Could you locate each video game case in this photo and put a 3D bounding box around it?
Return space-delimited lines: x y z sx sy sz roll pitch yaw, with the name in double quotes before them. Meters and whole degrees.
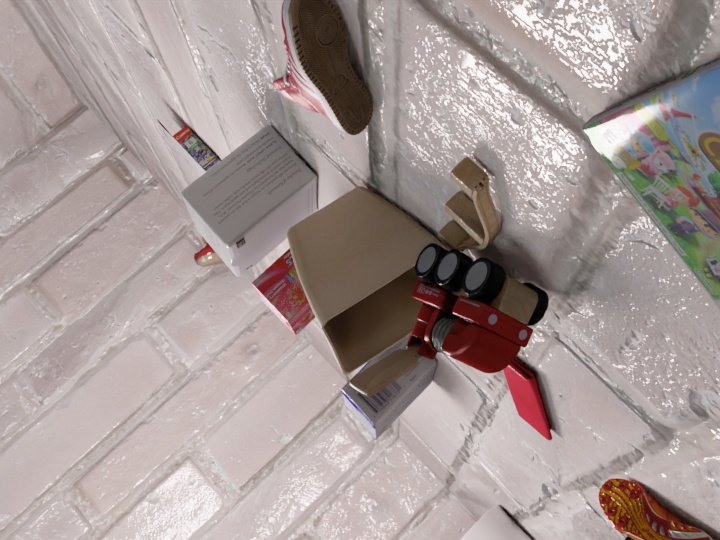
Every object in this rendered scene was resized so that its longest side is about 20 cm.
"video game case" 0.255 -0.042 0.523 0.200 0.022 0.182 50 167 -7

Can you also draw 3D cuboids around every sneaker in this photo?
"sneaker" 0.410 0.360 1.092 0.077 0.073 0.200 45 175 -37
"sneaker" -0.063 -0.244 0.890 0.112 0.071 0.200 35 164 35

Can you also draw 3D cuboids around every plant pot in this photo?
"plant pot" 0.000 0.000 1.164 0.177 0.199 0.200 54 171 27

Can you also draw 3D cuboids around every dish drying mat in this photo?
"dish drying mat" 0.259 0.196 1.231 0.077 0.018 0.200 39 165 40

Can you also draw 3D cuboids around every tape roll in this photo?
"tape roll" 0.359 0.767 2.169 0.139 0.203 0.203 43 166 25

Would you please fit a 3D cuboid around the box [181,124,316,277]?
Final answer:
"box" -0.190 -0.117 1.405 0.131 0.200 0.199 48 167 9

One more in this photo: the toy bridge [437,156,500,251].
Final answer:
"toy bridge" 0.126 -0.058 0.901 0.067 0.027 0.200 44 168 14

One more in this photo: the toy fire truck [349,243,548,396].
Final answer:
"toy fire truck" 0.096 0.078 0.936 0.128 0.201 0.176 26 178 -27

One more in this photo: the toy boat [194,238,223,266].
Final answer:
"toy boat" -0.580 -0.088 3.061 0.200 0.130 0.132 -174 72 -72

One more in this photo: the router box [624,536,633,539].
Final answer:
"router box" 0.502 0.495 1.216 0.200 0.051 0.149 38 166 40

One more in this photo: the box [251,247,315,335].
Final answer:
"box" -0.080 0.003 1.383 0.100 0.200 0.096 44 169 17

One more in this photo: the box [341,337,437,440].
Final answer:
"box" 0.059 0.242 1.661 0.105 0.184 0.200 43 166 16

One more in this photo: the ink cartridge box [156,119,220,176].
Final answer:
"ink cartridge box" -0.420 -0.302 1.980 0.200 0.050 0.109 46 168 16
